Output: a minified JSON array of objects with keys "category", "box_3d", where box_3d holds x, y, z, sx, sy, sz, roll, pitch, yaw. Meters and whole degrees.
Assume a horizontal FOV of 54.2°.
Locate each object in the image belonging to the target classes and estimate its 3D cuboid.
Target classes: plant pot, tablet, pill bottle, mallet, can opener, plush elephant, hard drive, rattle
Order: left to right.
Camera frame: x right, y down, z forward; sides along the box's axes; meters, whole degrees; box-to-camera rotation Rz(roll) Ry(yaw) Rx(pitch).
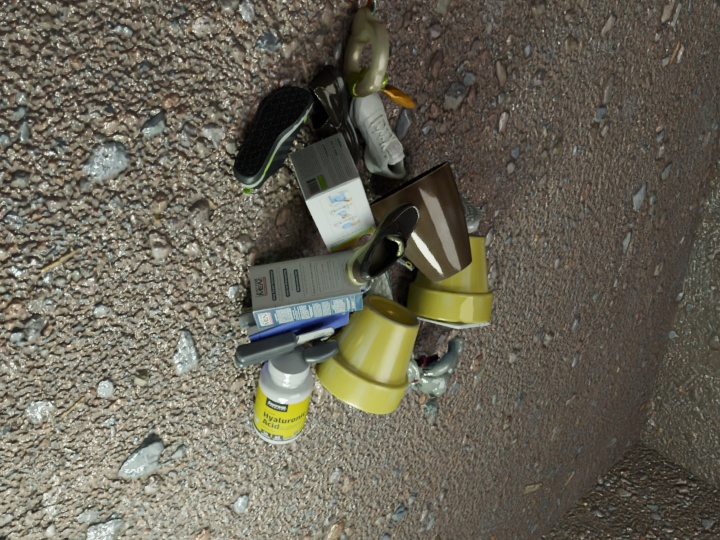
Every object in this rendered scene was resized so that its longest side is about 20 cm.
[{"category":"pill bottle","box_3d":[-0.153,0.243,1.405,0.110,0.111,0.202,-22,140,-36]},{"category":"can opener","box_3d":[-0.133,0.152,1.315,0.197,0.068,0.054,-15,157,-24]},{"category":"hard drive","box_3d":[-0.117,0.107,1.358,0.197,0.026,0.132,-20,159,-11]},{"category":"plant pot","box_3d":[0.029,0.166,1.486,0.199,0.200,0.191,7,115,-49]},{"category":"mallet","box_3d":[0.032,-0.065,1.427,0.198,0.041,0.067,23,90,-17]},{"category":"rattle","box_3d":[0.047,-0.401,1.230,0.140,0.130,0.204,4,88,-14]},{"category":"plush elephant","box_3d":[0.139,0.241,1.735,0.154,0.164,0.202,35,48,-17]},{"category":"plant pot","box_3d":[0.140,-0.086,1.419,0.186,0.186,0.202,-32,99,-29]},{"category":"tablet","box_3d":[0.188,0.108,1.651,0.129,0.198,0.014,-1,99,-46]},{"category":"plant pot","box_3d":[0.216,0.009,1.634,0.199,0.199,0.192,0,100,-47]}]

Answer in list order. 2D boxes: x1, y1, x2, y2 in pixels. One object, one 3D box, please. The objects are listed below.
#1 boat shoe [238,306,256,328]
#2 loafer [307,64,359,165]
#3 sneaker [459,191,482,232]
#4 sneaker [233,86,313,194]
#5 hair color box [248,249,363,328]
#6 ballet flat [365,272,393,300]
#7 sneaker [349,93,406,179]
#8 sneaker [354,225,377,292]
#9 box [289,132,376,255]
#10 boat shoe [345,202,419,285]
[{"category":"boat shoe","box_3d":[-0.150,0.070,1.373,0.198,0.072,0.063,-9,77,-35]},{"category":"loafer","box_3d":[-0.056,-0.265,1.262,0.071,0.073,0.202,-28,128,-19]},{"category":"sneaker","box_3d":[0.211,-0.116,1.547,0.075,0.201,0.082,12,112,-13]},{"category":"sneaker","box_3d":[-0.150,-0.222,1.199,0.201,0.071,0.083,-54,167,-7]},{"category":"hair color box","box_3d":[-0.100,0.033,1.290,0.197,0.101,0.061,-9,145,-4]},{"category":"ballet flat","box_3d":[0.043,0.055,1.567,0.072,0.071,0.201,-41,137,-21]},{"category":"sneaker","box_3d":[0.043,-0.260,1.339,0.075,0.099,0.201,-41,136,-18]},{"category":"sneaker","box_3d":[0.000,0.000,1.466,0.074,0.087,0.202,34,86,-49]},{"category":"box","box_3d":[-0.043,-0.129,1.266,0.100,0.114,0.201,-22,148,0]},{"category":"boat shoe","box_3d":[0.054,-0.046,1.265,0.201,0.064,0.074,-51,123,-26]}]
